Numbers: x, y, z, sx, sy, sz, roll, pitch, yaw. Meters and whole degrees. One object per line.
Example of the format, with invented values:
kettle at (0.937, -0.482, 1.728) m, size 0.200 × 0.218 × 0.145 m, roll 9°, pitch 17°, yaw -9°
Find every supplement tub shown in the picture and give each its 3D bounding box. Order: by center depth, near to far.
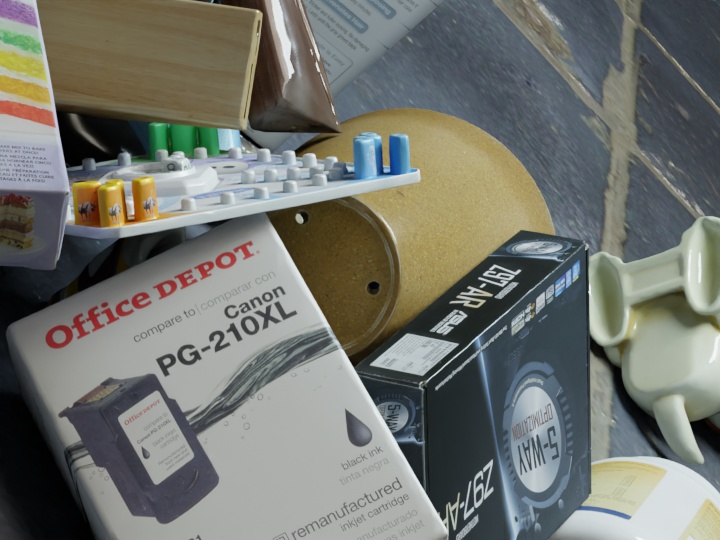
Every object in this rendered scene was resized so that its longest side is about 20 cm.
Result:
supplement tub at (0.152, 0.193, 1.670) m, size 0.145 × 0.144 × 0.200 m, roll 51°, pitch 20°, yaw 4°

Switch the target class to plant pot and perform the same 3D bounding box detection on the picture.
plant pot at (0.000, 0.000, 1.561) m, size 0.187 × 0.186 × 0.200 m, roll 53°, pitch 13°, yaw 8°

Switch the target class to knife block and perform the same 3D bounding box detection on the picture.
knife block at (-0.174, -0.120, 1.472) m, size 0.175 × 0.064 × 0.200 m, roll 7°, pitch 1°, yaw -41°

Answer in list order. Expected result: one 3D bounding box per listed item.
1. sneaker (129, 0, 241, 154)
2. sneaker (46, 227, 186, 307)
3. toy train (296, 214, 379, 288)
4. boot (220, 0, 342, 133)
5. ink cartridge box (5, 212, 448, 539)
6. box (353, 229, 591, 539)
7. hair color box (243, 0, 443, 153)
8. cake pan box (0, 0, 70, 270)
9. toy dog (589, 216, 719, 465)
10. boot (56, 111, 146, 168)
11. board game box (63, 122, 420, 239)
sneaker at (-0.116, -0.142, 1.668) m, size 0.090 × 0.078 × 0.201 m, roll -10°, pitch -81°, yaw 65°
sneaker at (-0.093, 0.063, 1.454) m, size 0.075 × 0.090 × 0.200 m, roll 20°, pitch 35°, yaw -54°
toy train at (-0.058, -0.047, 1.782) m, size 0.115 × 0.085 × 0.200 m, roll 12°, pitch 12°, yaw -35°
boot at (-0.053, -0.160, 1.615) m, size 0.201 × 0.064 × 0.186 m, roll 68°, pitch 14°, yaw 8°
ink cartridge box at (-0.066, 0.091, 1.358) m, size 0.200 × 0.144 × 0.084 m, roll 60°, pitch -12°, yaw 25°
box at (0.062, 0.089, 1.497) m, size 0.200 × 0.043 × 0.161 m, roll -37°, pitch 130°, yaw -53°
hair color box at (-0.027, -0.182, 1.880) m, size 0.099 × 0.200 × 0.061 m, roll 37°, pitch 23°, yaw -31°
cake pan box at (-0.245, -0.079, 1.315) m, size 0.199 × 0.052 × 0.184 m, roll 3°, pitch 37°, yaw -15°
toy dog at (0.293, 0.068, 2.223) m, size 0.200 × 0.139 × 0.194 m, roll 26°, pitch 44°, yaw -49°
boot at (-0.155, -0.151, 1.609) m, size 0.211 × 0.158 × 0.079 m, roll 53°, pitch 20°, yaw 10°
board game box at (-0.106, -0.051, 1.430) m, size 0.199 × 0.200 × 0.026 m, roll -12°, pitch 103°, yaw -39°
